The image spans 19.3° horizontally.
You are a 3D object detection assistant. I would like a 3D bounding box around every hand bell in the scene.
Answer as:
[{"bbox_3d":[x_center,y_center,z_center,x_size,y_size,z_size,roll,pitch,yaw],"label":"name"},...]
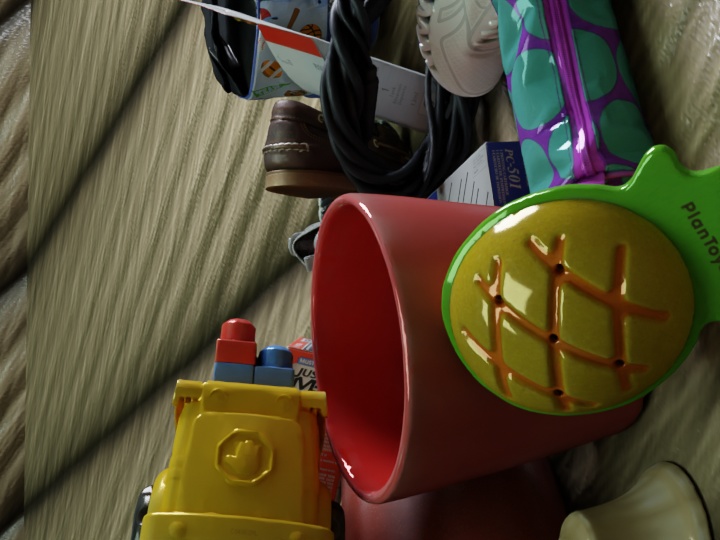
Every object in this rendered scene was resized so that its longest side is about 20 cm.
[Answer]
[{"bbox_3d":[0.101,0.176,1.285,0.104,0.200,0.104,176,90,-72],"label":"hand bell"}]

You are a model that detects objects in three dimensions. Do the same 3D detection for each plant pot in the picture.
[{"bbox_3d":[0.070,0.212,1.434,0.201,0.201,0.195,106,161,-47],"label":"plant pot"},{"bbox_3d":[0.078,0.042,1.359,0.200,0.177,0.201,175,90,-73],"label":"plant pot"}]

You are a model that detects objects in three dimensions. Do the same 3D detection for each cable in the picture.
[{"bbox_3d":[0.030,-0.141,1.516,0.051,0.163,0.200,10,94,33],"label":"cable"}]

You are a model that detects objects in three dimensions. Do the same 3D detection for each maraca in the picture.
[{"bbox_3d":[0.138,0.009,1.203,0.137,0.200,0.107,54,-152,-13],"label":"maraca"}]

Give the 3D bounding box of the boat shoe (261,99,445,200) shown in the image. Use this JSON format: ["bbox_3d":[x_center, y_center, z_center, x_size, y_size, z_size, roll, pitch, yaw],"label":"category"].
[{"bbox_3d":[0.002,-0.083,1.591,0.070,0.200,0.070,-7,79,33],"label":"boat shoe"}]

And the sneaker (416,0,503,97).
[{"bbox_3d":[0.090,-0.193,1.452,0.081,0.075,0.200,46,146,35],"label":"sneaker"}]

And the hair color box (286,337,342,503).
[{"bbox_3d":[-0.043,0.155,1.548,0.111,0.064,0.200,-21,-55,-87],"label":"hair color box"}]

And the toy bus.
[{"bbox_3d":[-0.078,0.140,1.418,0.200,0.136,0.192,98,176,-65],"label":"toy bus"}]

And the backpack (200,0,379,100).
[{"bbox_3d":[-0.065,-0.238,1.787,0.200,0.154,0.191,-124,41,-70],"label":"backpack"}]

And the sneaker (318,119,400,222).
[{"bbox_3d":[-0.002,-0.032,1.768,0.080,0.077,0.200,-117,27,-69],"label":"sneaker"}]

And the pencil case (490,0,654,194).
[{"bbox_3d":[0.128,-0.123,1.317,0.092,0.085,0.200,59,-163,-67],"label":"pencil case"}]

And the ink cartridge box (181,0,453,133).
[{"bbox_3d":[-0.038,-0.157,1.640,0.160,0.200,0.047,-148,74,-69],"label":"ink cartridge box"}]

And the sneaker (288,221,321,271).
[{"bbox_3d":[0.000,0.000,1.604,0.200,0.082,0.075,-162,71,-73],"label":"sneaker"}]

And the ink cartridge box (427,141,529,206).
[{"bbox_3d":[0.084,-0.019,1.545,0.200,0.044,0.094,137,128,-68],"label":"ink cartridge box"}]
